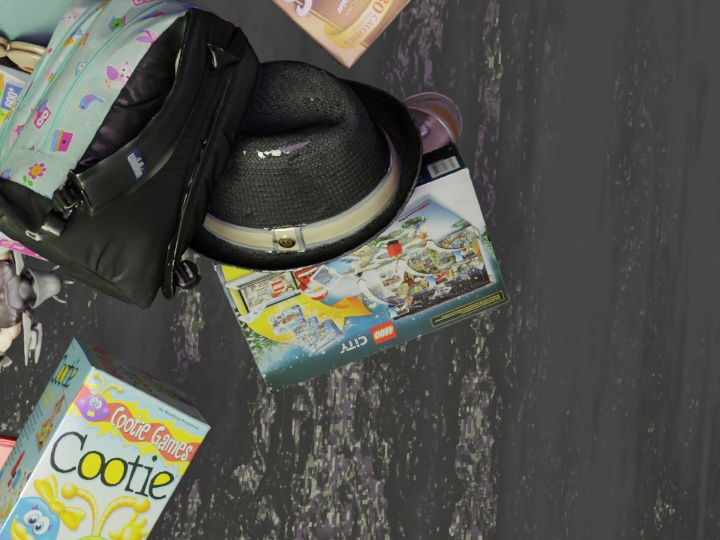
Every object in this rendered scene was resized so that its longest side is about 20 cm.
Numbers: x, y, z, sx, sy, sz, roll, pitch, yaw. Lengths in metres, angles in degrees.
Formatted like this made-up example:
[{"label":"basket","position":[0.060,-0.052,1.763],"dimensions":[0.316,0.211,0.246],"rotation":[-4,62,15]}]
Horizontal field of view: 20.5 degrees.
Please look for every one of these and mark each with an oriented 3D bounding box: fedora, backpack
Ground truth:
[{"label":"fedora","position":[-0.059,-0.093,1.434],"dimensions":[0.200,0.201,0.092],"rotation":[-21,142,-1]},{"label":"backpack","position":[-0.158,-0.093,1.337],"dimensions":[0.127,0.167,0.200],"rotation":[21,80,29]}]

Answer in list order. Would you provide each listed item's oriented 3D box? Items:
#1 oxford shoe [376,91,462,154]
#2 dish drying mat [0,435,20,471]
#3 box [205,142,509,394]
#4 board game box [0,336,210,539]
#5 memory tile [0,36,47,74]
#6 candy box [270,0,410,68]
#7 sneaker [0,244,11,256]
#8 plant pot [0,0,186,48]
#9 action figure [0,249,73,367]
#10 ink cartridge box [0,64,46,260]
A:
[{"label":"oxford shoe","position":[-0.006,-0.063,1.509],"dimensions":[0.200,0.058,0.075],"rotation":[-38,102,4]},{"label":"dish drying mat","position":[-0.282,0.227,1.553],"dimensions":[0.077,0.018,0.200],"rotation":[8,98,-5]},{"label":"box","position":[0.000,0.000,1.498],"dimensions":[0.200,0.038,0.137],"rotation":[-21,129,-1]},{"label":"board game box","position":[-0.212,0.169,1.493],"dimensions":[0.103,0.105,0.200],"rotation":[29,92,-19]},{"label":"memory tile","position":[-0.296,-0.161,1.426],"dimensions":[0.200,0.153,0.017],"rotation":[16,85,-5]},{"label":"candy box","position":[-0.046,-0.258,1.476],"dimensions":[0.200,0.055,0.115],"rotation":[42,94,-9]},{"label":"sneaker","position":[-0.249,-0.087,1.449],"dimensions":[0.200,0.071,0.099],"rotation":[-44,102,-28]},{"label":"plant pot","position":[-0.224,-0.229,1.432],"dimensions":[0.200,0.141,0.141],"rotation":[27,96,-17]},{"label":"action figure","position":[-0.316,0.018,1.497],"dimensions":[0.200,0.069,0.130],"rotation":[-7,92,-7]},{"label":"ink cartridge box","position":[-0.289,-0.092,1.377],"dimensions":[0.200,0.042,0.119],"rotation":[17,76,-18]}]
